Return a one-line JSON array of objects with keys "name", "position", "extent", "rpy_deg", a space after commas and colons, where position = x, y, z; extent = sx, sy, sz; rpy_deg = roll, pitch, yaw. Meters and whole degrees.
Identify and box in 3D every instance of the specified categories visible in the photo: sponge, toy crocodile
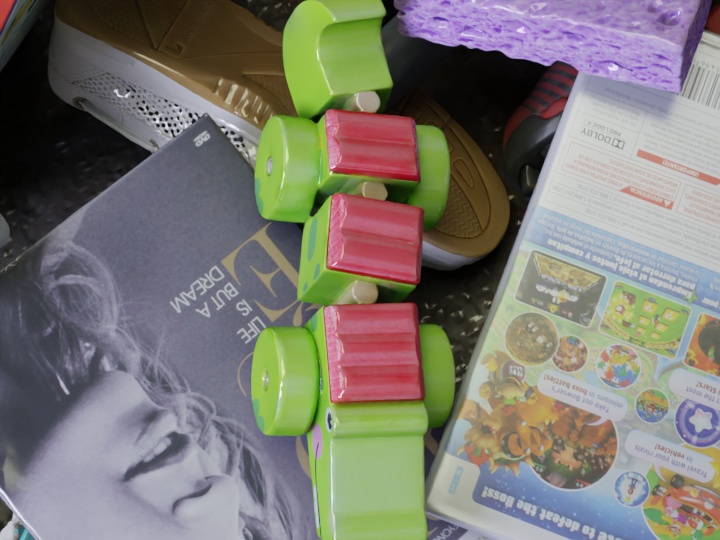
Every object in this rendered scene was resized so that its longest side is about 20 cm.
[{"name": "sponge", "position": [0.095, -0.162, 0.831], "extent": [0.111, 0.030, 0.201], "rpy_deg": [13, 59, 18]}, {"name": "toy crocodile", "position": [0.000, 0.000, 0.780], "extent": [0.067, 0.062, 0.202], "rpy_deg": [4, 72, -17]}]

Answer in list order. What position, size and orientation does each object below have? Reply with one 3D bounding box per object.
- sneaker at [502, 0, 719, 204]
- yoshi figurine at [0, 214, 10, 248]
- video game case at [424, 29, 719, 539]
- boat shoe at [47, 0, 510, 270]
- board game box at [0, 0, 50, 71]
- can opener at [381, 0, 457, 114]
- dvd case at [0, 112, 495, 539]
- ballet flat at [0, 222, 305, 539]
[{"name": "sneaker", "position": [0.128, -0.103, 0.872], "extent": [0.200, 0.071, 0.098], "rpy_deg": [-38, 56, -5]}, {"name": "yoshi figurine", "position": [-0.214, -0.025, 0.828], "extent": [0.112, 0.200, 0.112], "rpy_deg": [-38, 103, -23]}, {"name": "video game case", "position": [0.121, 0.017, 0.796], "extent": [0.142, 0.018, 0.201], "rpy_deg": [21, 82, 4]}, {"name": "boat shoe", "position": [-0.035, -0.052, 0.881], "extent": [0.199, 0.069, 0.071], "rpy_deg": [31, 47, 4]}, {"name": "board game box", "position": [-0.112, -0.145, 0.803], "extent": [0.040, 0.200, 0.154], "rpy_deg": [33, 61, -7]}, {"name": "can opener", "position": [0.055, -0.130, 0.872], "extent": [0.053, 0.067, 0.200], "rpy_deg": [41, 71, 18]}, {"name": "dvd case", "position": [-0.049, 0.063, 0.792], "extent": [0.148, 0.016, 0.200], "rpy_deg": [-39, 88, -20]}, {"name": "ballet flat", "position": [-0.074, 0.065, 0.830], "extent": [0.071, 0.072, 0.201], "rpy_deg": [27, 69, 22]}]
